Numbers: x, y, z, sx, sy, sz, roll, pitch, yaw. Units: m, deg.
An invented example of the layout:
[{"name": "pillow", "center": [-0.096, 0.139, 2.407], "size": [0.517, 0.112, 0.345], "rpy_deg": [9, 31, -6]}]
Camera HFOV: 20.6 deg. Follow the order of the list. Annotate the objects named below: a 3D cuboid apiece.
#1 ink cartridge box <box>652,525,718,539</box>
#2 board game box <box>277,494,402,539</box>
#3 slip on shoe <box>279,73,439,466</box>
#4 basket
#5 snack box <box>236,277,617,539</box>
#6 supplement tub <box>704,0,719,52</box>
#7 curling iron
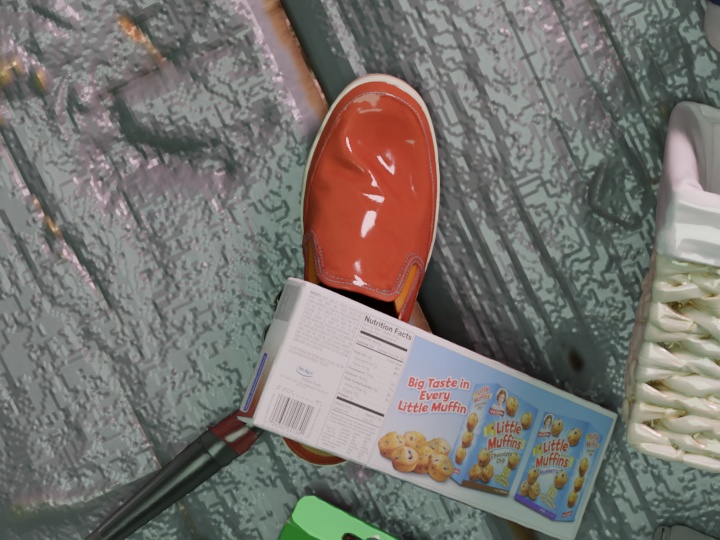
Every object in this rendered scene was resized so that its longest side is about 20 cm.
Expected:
[{"name": "ink cartridge box", "center": [0.185, 0.255, 1.017], "size": [0.144, 0.084, 0.201], "rpy_deg": [21, 103, 5]}, {"name": "board game box", "center": [-0.029, 0.223, 1.076], "size": [0.095, 0.030, 0.201], "rpy_deg": [26, 106, 3]}, {"name": "slip on shoe", "center": [0.000, 0.000, 0.996], "size": [0.073, 0.061, 0.202], "rpy_deg": [12, 87, -7]}, {"name": "basket", "center": [0.193, 0.011, 0.914], "size": [0.135, 0.200, 0.124], "rpy_deg": [14, 107, 6]}, {"name": "snack box", "center": [0.037, 0.072, 0.975], "size": [0.199, 0.024, 0.072], "rpy_deg": [24, 84, -29]}, {"name": "supplement tub", "center": [0.254, -0.173, 0.894], "size": [0.143, 0.144, 0.201], "rpy_deg": [21, 104, 5]}, {"name": "curling iron", "center": [-0.076, 0.082, 1.056], "size": [0.050, 0.026, 0.200], "rpy_deg": [43, 103, -4]}]
